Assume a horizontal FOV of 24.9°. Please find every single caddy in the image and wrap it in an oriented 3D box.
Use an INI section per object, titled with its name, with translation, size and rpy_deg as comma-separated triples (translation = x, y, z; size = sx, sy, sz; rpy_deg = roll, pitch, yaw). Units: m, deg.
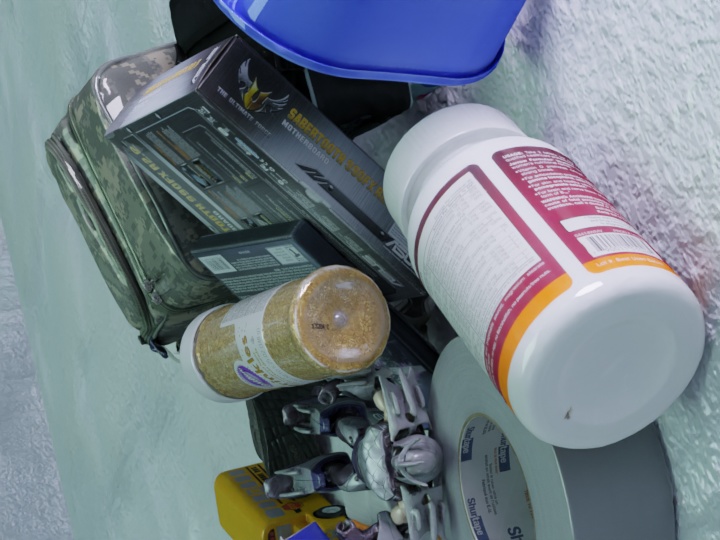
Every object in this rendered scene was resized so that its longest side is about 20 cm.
[caddy]
translation = 0.005, -0.173, 0.932
size = 0.105, 0.200, 0.141
rpy_deg = -58, 44, 38

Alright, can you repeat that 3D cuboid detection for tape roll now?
[tape roll]
translation = 0.109, 0.130, 0.971
size = 0.200, 0.066, 0.201
rpy_deg = 169, 90, -71

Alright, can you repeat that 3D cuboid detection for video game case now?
[video game case]
translation = -0.012, 0.042, 1.110
size = 0.200, 0.019, 0.143
rpy_deg = 44, 155, -22

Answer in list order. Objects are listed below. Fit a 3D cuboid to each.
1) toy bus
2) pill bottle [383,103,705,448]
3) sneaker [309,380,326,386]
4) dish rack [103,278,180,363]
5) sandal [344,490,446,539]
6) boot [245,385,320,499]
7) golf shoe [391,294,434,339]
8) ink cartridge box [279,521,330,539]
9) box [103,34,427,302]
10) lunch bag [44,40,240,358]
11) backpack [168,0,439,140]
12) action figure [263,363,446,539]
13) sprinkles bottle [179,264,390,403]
[toy bus]
translation = -0.070, 0.236, 1.509
size = 0.200, 0.078, 0.065
rpy_deg = -154, 56, -67
[pill bottle]
translation = 0.091, -0.004, 0.885
size = 0.200, 0.109, 0.110
rpy_deg = -123, 30, -49
[sneaker]
translation = -0.085, 0.001, 1.363
size = 0.108, 0.067, 0.202
rpy_deg = 0, 110, 37
[dish rack]
translation = -0.164, -0.029, 1.385
size = 0.172, 0.043, 0.200
rpy_deg = 41, 125, 46
[sandal]
translation = 0.053, 0.220, 1.196
size = 0.079, 0.059, 0.207
rpy_deg = 20, 140, 57
[boot]
translation = -0.083, 0.102, 1.507
size = 0.132, 0.070, 0.200
rpy_deg = -138, 47, -70
[golf shoe]
translation = 0.000, 0.000, 1.221
size = 0.200, 0.073, 0.092
rpy_deg = 25, 108, 58
[ink cartridge box]
translation = -0.024, 0.233, 1.109
size = 0.099, 0.039, 0.200
rpy_deg = 51, 159, 12
[box]
translation = -0.054, -0.054, 1.064
size = 0.200, 0.048, 0.158
rpy_deg = 42, 157, -18
[lunch bag]
translation = -0.147, -0.050, 1.241
size = 0.168, 0.139, 0.200
rpy_deg = -37, 80, 53
[backpack]
translation = -0.046, -0.163, 1.118
size = 0.200, 0.150, 0.178
rpy_deg = -23, 84, 57
[action figure]
translation = 0.000, 0.124, 1.079
size = 0.200, 0.069, 0.130
rpy_deg = 173, 97, -67
[sprinkles bottle]
translation = -0.054, 0.044, 1.061
size = 0.200, 0.068, 0.068
rpy_deg = -20, 80, 62
